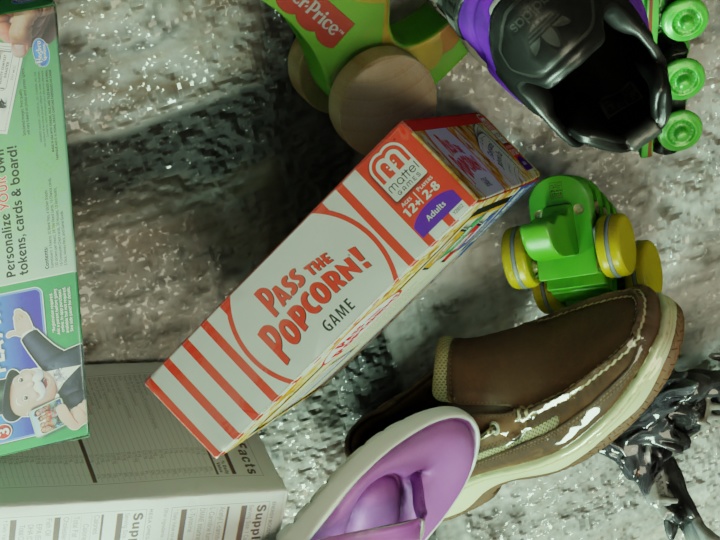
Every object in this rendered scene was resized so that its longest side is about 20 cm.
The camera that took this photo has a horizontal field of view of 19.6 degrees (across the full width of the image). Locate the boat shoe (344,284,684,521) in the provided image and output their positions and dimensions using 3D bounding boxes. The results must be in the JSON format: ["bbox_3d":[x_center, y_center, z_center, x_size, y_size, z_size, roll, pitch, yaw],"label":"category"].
[{"bbox_3d":[0.067,0.062,1.015,0.075,0.075,0.202,30,133,-24],"label":"boat shoe"}]

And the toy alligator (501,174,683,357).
[{"bbox_3d":[0.119,-0.005,1.034,0.059,0.054,0.200,-8,159,24],"label":"toy alligator"}]

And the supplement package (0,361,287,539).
[{"bbox_3d":[-0.150,0.119,0.977,0.200,0.114,0.110,0,122,-21],"label":"supplement package"}]

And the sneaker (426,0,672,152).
[{"bbox_3d":[0.090,-0.085,0.858,0.070,0.100,0.200,-44,161,13],"label":"sneaker"}]

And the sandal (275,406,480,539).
[{"bbox_3d":[-0.011,0.147,0.963,0.203,0.050,0.082,-41,142,-13],"label":"sandal"}]

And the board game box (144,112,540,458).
[{"bbox_3d":[0.000,0.000,0.912,0.152,0.200,0.046,-45,86,11],"label":"board game box"}]

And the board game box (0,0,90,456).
[{"bbox_3d":[-0.183,-0.009,0.842,0.134,0.029,0.200,-11,120,-20],"label":"board game box"}]

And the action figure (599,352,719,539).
[{"bbox_3d":[0.201,0.095,1.100,0.200,0.102,0.119,-5,156,-23],"label":"action figure"}]

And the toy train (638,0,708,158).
[{"bbox_3d":[0.130,-0.137,0.957,0.056,0.042,0.200,-7,126,-5],"label":"toy train"}]

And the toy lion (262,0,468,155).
[{"bbox_3d":[0.001,-0.174,0.873,0.192,0.069,0.200,-47,127,5],"label":"toy lion"}]
